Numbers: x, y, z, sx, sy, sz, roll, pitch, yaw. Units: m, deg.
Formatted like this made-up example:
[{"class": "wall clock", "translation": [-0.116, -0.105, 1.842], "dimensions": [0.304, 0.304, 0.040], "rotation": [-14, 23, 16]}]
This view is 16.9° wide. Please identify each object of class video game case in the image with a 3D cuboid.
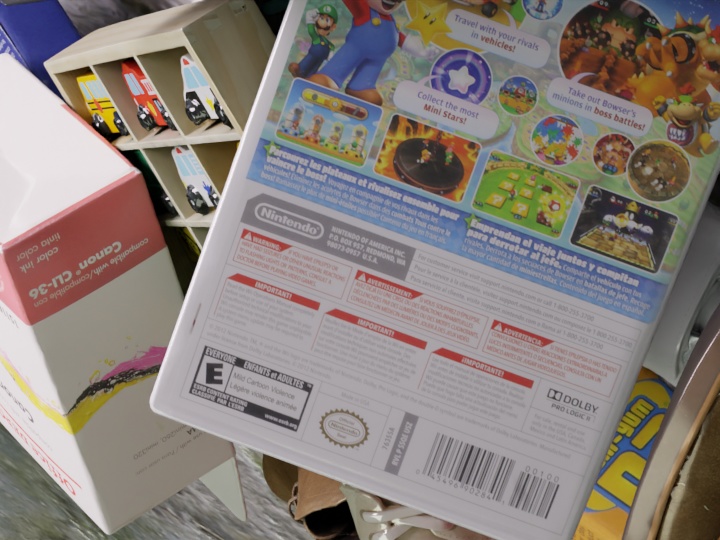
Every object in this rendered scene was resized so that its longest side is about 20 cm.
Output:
[{"class": "video game case", "translation": [0.032, -0.024, 0.760], "dimensions": [0.143, 0.200, 0.018], "rotation": [20, -167, 0]}]

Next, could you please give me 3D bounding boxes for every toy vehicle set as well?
[{"class": "toy vehicle set", "translation": [-0.049, -0.034, 0.872], "dimensions": [0.124, 0.027, 0.200], "rotation": [59, 164, -12]}]

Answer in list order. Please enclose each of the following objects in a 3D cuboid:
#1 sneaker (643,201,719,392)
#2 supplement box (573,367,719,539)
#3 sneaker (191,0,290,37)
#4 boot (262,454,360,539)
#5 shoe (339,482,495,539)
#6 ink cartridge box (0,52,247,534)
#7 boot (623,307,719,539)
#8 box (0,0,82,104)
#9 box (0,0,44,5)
[{"class": "sneaker", "translation": [0.085, -0.001, 0.810], "dimensions": [0.115, 0.075, 0.200], "rotation": [14, -166, -37]}, {"class": "supplement box", "translation": [0.118, 0.094, 0.868], "dimensions": [0.200, 0.067, 0.069], "rotation": [33, 158, 27]}, {"class": "sneaker", "translation": [-0.018, -0.083, 0.857], "dimensions": [0.091, 0.078, 0.200], "rotation": [61, 171, 14]}, {"class": "boot", "translation": [-0.019, 0.111, 1.289], "dimensions": [0.074, 0.075, 0.200], "rotation": [40, 159, -10]}, {"class": "shoe", "translation": [0.042, 0.119, 1.074], "dimensions": [0.070, 0.053, 0.200], "rotation": [-14, 137, 19]}, {"class": "ink cartridge box", "translation": [-0.119, 0.025, 0.998], "dimensions": [0.116, 0.067, 0.200], "rotation": [39, 154, 44]}, {"class": "boot", "translation": [0.141, 0.020, 0.710], "dimensions": [0.075, 0.200, 0.074], "rotation": [29, -162, 3]}, {"class": "box", "translation": [-0.118, -0.039, 1.048], "dimensions": [0.200, 0.032, 0.121], "rotation": [59, 160, 2]}, {"class": "box", "translation": [-0.055, -0.160, 0.719], "dimensions": [0.106, 0.122, 0.200], "rotation": [51, 155, -25]}]
